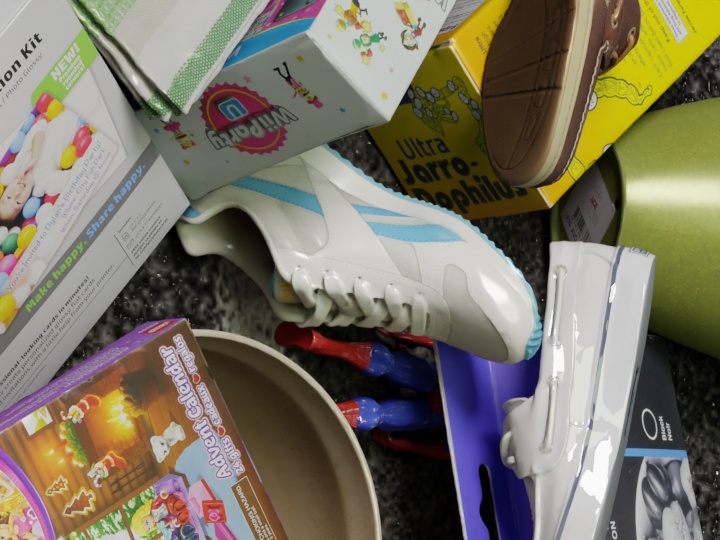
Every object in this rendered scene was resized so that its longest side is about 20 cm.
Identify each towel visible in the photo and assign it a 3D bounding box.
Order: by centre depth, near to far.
[{"bbox_3d":[-0.113,-0.187,1.186,0.200,0.031,0.149,50,56,-26],"label":"towel"}]

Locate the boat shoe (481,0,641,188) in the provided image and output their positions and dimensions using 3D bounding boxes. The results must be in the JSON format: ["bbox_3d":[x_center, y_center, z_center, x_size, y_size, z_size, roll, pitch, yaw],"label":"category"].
[{"bbox_3d":[0.117,-0.130,1.326,0.072,0.072,0.201,23,66,-30],"label":"boat shoe"}]

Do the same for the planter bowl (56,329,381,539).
[{"bbox_3d":[-0.109,0.133,1.225,0.200,0.135,0.201,5,82,-36],"label":"planter bowl"}]

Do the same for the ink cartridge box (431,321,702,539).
[{"bbox_3d":[0.121,0.128,1.392,0.200,0.043,0.199,5,72,-54],"label":"ink cartridge box"}]

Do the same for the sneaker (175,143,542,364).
[{"bbox_3d":[0.000,0.000,1.311,0.200,0.077,0.081,29,60,17],"label":"sneaker"}]

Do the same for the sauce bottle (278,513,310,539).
[{"bbox_3d":[-0.008,0.182,1.285,0.066,0.066,0.201,5,51,-36],"label":"sauce bottle"}]

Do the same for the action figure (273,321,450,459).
[{"bbox_3d":[0.033,0.067,1.390,0.199,0.052,0.066,13,83,-40],"label":"action figure"}]

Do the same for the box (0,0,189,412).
[{"bbox_3d":[-0.167,-0.030,1.176,0.156,0.041,0.200,-52,150,-16],"label":"box"}]

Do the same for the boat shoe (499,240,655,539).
[{"bbox_3d":[0.103,0.083,1.322,0.065,0.074,0.201,11,76,11],"label":"boat shoe"}]

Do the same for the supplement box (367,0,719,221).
[{"bbox_3d":[0.103,-0.129,1.424,0.200,0.109,0.110,-44,110,-31],"label":"supplement box"}]

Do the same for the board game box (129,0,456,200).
[{"bbox_3d":[-0.017,-0.140,1.290,0.064,0.147,0.200,46,48,-23],"label":"board game box"}]

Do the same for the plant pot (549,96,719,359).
[{"bbox_3d":[0.217,-0.024,1.470,0.199,0.187,0.188,4,82,-22],"label":"plant pot"}]

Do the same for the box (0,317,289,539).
[{"bbox_3d":[-0.094,0.140,1.128,0.137,0.039,0.201,-32,104,-33],"label":"box"}]
